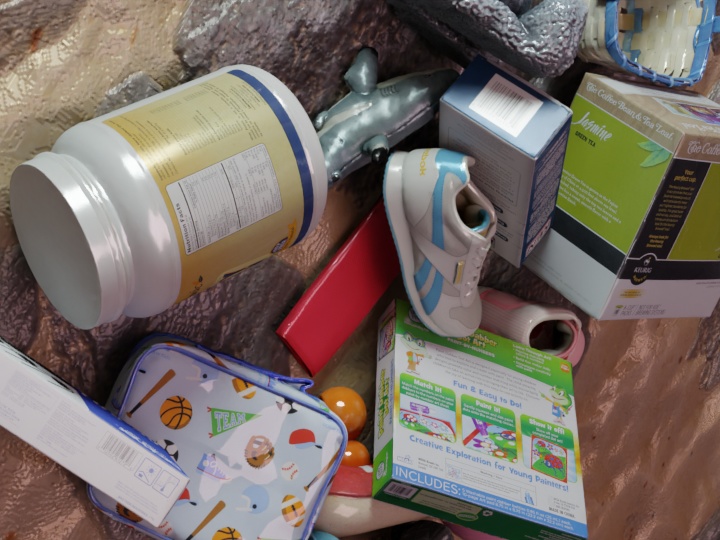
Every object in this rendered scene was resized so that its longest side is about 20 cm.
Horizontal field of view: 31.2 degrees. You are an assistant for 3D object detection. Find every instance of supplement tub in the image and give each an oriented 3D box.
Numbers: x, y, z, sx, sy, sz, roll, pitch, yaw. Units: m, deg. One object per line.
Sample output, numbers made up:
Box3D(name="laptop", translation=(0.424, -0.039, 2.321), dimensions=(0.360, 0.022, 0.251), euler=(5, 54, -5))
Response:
Box3D(name="supplement tub", translation=(-0.138, -0.054, 0.938), dimensions=(0.198, 0.143, 0.146), euler=(-27, 123, -33))

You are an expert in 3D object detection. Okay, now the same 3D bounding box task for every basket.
Box3D(name="basket", translation=(0.289, -0.250, 1.224), dimensions=(0.175, 0.198, 0.142), euler=(8, 93, -44))

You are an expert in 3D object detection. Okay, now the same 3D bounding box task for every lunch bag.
Box3D(name="lunch bag", translation=(-0.112, 0.145, 1.036), dimensions=(0.198, 0.075, 0.162), euler=(25, 86, -15))

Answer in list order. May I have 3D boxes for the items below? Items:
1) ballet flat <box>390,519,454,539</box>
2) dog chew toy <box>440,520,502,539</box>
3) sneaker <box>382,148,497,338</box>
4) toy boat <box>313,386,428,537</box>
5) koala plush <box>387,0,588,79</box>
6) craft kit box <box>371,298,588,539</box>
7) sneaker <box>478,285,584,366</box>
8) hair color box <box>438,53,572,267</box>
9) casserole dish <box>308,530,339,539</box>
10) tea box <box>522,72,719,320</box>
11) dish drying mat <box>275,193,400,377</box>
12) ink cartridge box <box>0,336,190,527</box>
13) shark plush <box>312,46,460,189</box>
Box3D(name="ballet flat", translation=(0.065, 0.268, 1.242), dimensions=(0.057, 0.067, 0.200), euler=(-36, 174, -4))
Box3D(name="dog chew toy", translation=(0.108, 0.179, 1.280), dimensions=(0.125, 0.124, 0.201), euler=(-45, 123, -21))
Box3D(name="sneaker", translation=(0.081, -0.017, 1.141), dimensions=(0.077, 0.080, 0.202), euler=(-67, 147, -43))
Box3D(name="toy boat", translation=(-0.014, 0.172, 1.177), dimensions=(0.198, 0.130, 0.133), euler=(-2, 77, -43))
Box3D(name="koala plush", translation=(0.116, -0.291, 1.076), dimensions=(0.183, 0.177, 0.202), euler=(32, 87, -24))
Box3D(name="craft kit box", translation=(0.107, 0.141, 1.174), dimensions=(0.197, 0.049, 0.200), euler=(20, 48, -17))
Box3D(name="sneaker", translation=(0.195, 0.076, 1.330), dimensions=(0.199, 0.104, 0.076), euler=(24, 87, -46))
Box3D(name="hair color box", translation=(0.123, -0.092, 1.144), dimensions=(0.061, 0.099, 0.201), euler=(-49, 162, -19))
Box3D(name="casserole dish", translation=(-0.052, 0.291, 1.116), dimensions=(0.038, 0.200, 0.123), euler=(-2, 69, -31))
Box3D(name="tea box", translation=(0.284, -0.069, 1.262), dimensions=(0.198, 0.133, 0.199), euler=(1, 120, -43))
Box3D(name="dish drying mat", translation=(0.000, 0.000, 1.178), dimensions=(0.201, 0.018, 0.077), euler=(-52, 134, -17))
Box3D(name="ink cartridge box", translation=(-0.218, 0.100, 0.908), dimensions=(0.199, 0.094, 0.044), euler=(39, 82, -22))
Box3D(name="shark plush", translation=(-0.004, -0.113, 1.084), dimensions=(0.199, 0.083, 0.092), euler=(-35, 127, -29))
